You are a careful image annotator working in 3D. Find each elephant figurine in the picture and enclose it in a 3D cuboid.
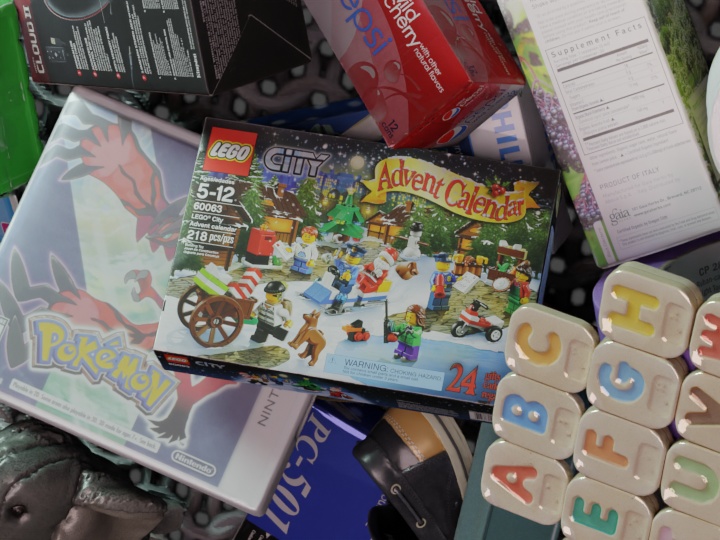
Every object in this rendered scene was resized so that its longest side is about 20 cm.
[{"bbox_3d":[-0.181,0.131,1.535,0.141,0.156,0.200,21,146,3],"label":"elephant figurine"}]

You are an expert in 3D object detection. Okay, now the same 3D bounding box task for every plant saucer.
[{"bbox_3d":[0.081,0.157,1.482,0.019,0.070,0.201,42,128,45],"label":"plant saucer"}]

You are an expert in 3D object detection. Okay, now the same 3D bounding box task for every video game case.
[{"bbox_3d":[-0.108,0.015,1.487,0.199,0.023,0.183,23,83,11],"label":"video game case"}]

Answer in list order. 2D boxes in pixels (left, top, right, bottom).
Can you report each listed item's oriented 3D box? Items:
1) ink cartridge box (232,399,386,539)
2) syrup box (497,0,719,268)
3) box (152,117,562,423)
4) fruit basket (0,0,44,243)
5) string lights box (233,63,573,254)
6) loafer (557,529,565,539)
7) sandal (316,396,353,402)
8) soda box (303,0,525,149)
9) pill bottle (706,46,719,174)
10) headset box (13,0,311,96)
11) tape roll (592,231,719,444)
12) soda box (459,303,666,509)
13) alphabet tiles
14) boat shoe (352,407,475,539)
[{"bbox_3d":[-0.029,0.172,1.612,0.094,0.044,0.201,30,113,4],"label":"ink cartridge box"},{"bbox_3d":[0.138,-0.113,1.449,0.081,0.079,0.201,-18,102,22],"label":"syrup box"},{"bbox_3d":[0.000,0.000,1.437,0.199,0.038,0.137,9,73,9],"label":"box"},{"bbox_3d":[-0.282,-0.101,1.563,0.199,0.094,0.186,6,115,34],"label":"fruit basket"},{"bbox_3d":[0.011,-0.047,1.519,0.199,0.059,0.103,-11,102,20],"label":"string lights box"},{"bbox_3d":[0.143,0.184,1.501,0.068,0.200,0.076,1,90,-13],"label":"loafer"},{"bbox_3d":[-0.052,0.045,1.558,0.199,0.080,0.054,-6,119,12],"label":"sandal"},{"bbox_3d":[0.006,-0.164,1.441,0.063,0.070,0.200,-38,74,27],"label":"soda box"},{"bbox_3d":[0.238,-0.096,1.358,0.114,0.200,0.115,5,109,15],"label":"pill bottle"},{"bbox_3d":[-0.126,-0.180,1.470,0.200,0.075,0.149,7,113,51],"label":"headset box"},{"bbox_3d":[0.225,0.026,1.402,0.199,0.200,0.066,-6,105,18],"label":"tape roll"},{"bbox_3d":[0.163,0.091,1.509,0.199,0.063,0.070,25,115,7],"label":"soda box"},{"bbox_3d":[0.154,0.098,1.341,0.195,0.015,0.201,20,119,22],"label":"alphabet tiles"},{"bbox_3d":[0.038,0.147,1.506,0.062,0.075,0.200,-32,139,-13],"label":"boat shoe"}]
